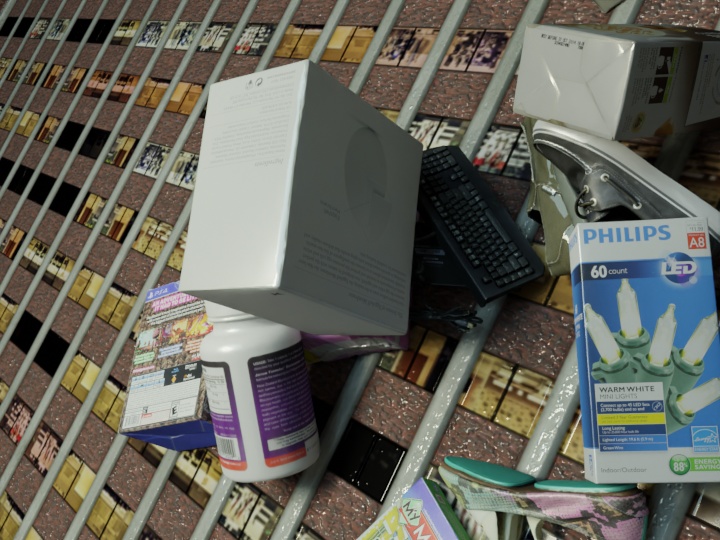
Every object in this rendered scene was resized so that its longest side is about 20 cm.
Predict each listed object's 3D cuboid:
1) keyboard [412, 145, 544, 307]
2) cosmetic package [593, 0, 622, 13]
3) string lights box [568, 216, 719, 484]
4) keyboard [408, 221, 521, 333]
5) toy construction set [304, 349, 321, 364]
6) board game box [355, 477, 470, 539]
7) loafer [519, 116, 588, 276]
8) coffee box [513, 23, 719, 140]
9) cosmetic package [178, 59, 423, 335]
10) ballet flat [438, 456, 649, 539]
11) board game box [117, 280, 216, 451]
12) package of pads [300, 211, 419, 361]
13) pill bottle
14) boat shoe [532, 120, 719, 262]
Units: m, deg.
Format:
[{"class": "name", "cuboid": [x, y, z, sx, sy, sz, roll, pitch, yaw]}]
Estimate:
[{"class": "keyboard", "cuboid": [0.088, -0.046, 0.854, 0.127, 0.021, 0.200, -26, 56, -6]}, {"class": "cosmetic package", "cuboid": [0.245, -0.394, 0.926, 0.071, 0.105, 0.200, -35, 46, 25]}, {"class": "string lights box", "cuboid": [0.225, 0.063, 0.652, 0.102, 0.059, 0.201, -3, 79, 7]}, {"class": "keyboard", "cuboid": [0.068, 0.006, 0.860, 0.199, 0.021, 0.127, 4, 60, 15]}, {"class": "toy construction set", "cuboid": [-0.096, 0.010, 1.002, 0.092, 0.131, 0.201, 107, 173, -67]}, {"class": "board game box", "cuboid": [0.062, 0.310, 0.750, 0.135, 0.029, 0.200, -47, 44, 13]}, {"class": "loafer", "cuboid": [0.189, -0.080, 0.818, 0.070, 0.075, 0.201, -31, 50, 30]}, {"class": "coffee box", "cuboid": [0.247, -0.169, 0.720, 0.114, 0.199, 0.080, 32, 125, 47]}, {"class": "cosmetic package", "cuboid": [-0.047, -0.053, 0.775, 0.123, 0.199, 0.201, -5, 72, 34]}, {"class": "ballet flat", "cuboid": [0.148, 0.206, 0.710, 0.200, 0.069, 0.071, -2, 84, 41]}, {"class": "board game box", "cuboid": [-0.206, 0.115, 1.057, 0.159, 0.097, 0.201, -16, 57, 36]}, {"class": "package of pads", "cuboid": [0.000, 0.000, 0.947, 0.120, 0.076, 0.201, -11, 61, 33]}, {"class": "pill bottle", "cuboid": [-0.113, 0.116, 0.898, 0.111, 0.111, 0.201, -3, 99, 42]}, {"class": "boat shoe", "cuboid": [0.228, -0.063, 0.734, 0.200, 0.070, 0.066, 37, 86, 12]}]
